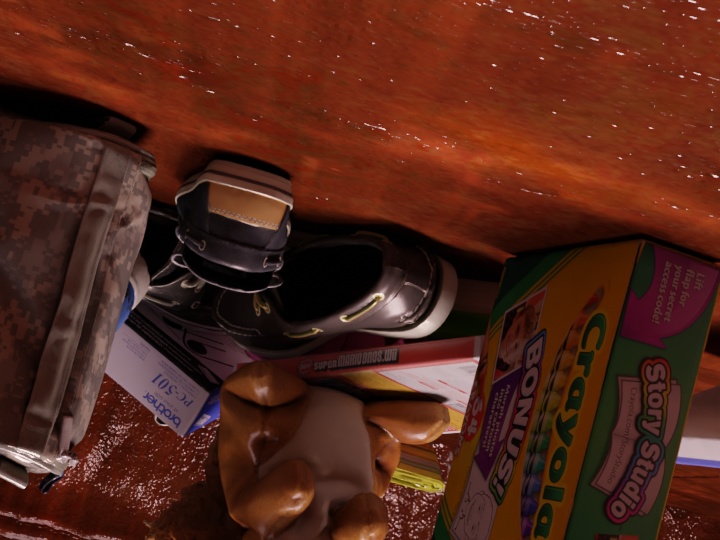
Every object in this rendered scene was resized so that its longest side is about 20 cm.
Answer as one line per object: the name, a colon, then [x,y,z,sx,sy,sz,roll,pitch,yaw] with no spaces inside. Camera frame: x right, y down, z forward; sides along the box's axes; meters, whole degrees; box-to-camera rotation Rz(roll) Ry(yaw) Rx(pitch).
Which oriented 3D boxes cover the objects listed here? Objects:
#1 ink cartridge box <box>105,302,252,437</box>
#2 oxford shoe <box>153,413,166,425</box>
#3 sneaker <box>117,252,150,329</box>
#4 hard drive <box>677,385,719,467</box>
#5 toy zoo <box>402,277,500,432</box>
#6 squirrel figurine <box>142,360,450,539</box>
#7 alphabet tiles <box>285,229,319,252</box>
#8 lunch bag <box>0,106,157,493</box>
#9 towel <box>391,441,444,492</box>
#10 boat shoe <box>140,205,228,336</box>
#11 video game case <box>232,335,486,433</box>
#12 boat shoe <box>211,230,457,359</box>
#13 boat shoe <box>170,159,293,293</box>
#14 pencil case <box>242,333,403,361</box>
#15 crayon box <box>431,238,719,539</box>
ink cartridge box: [-0.172,0.033,1.272,0.200,0.044,0.094,38,-159,12]
oxford shoe: [-0.089,0.071,1.346,0.070,0.075,0.200,26,145,-32]
sneaker: [-0.244,-0.007,1.126,0.199,0.111,0.077,32,136,1]
hard drive: [0.257,0.094,1.109,0.131,0.026,0.200,-16,-177,-19]
toy zoo: [0.099,0.071,1.181,0.130,0.021,0.200,7,147,18]
squirrel figurine: [-0.054,0.176,1.142,0.141,0.188,0.200,17,158,-28]
alphabet tiles: [0.000,0.000,1.237,0.166,0.008,0.200,13,171,20]
lunch bag: [-0.200,0.009,0.977,0.139,0.201,0.167,21,171,-39]
towel: [0.008,0.091,1.369,0.086,0.018,0.201,21,-149,-27]
boat shoe: [-0.131,-0.004,1.221,0.199,0.071,0.064,22,170,-26]
video game case: [0.035,0.080,1.152,0.199,0.018,0.143,-9,156,36]
boat shoe: [-0.030,0.011,1.114,0.200,0.072,0.060,-9,153,44]
boat shoe: [-0.077,-0.020,1.046,0.074,0.063,0.200,14,174,-7]
pencil case: [0.003,0.050,1.257,0.200,0.094,0.091,25,-148,-52]
crayon box: [0.108,0.090,0.943,0.058,0.201,0.172,17,172,-15]
